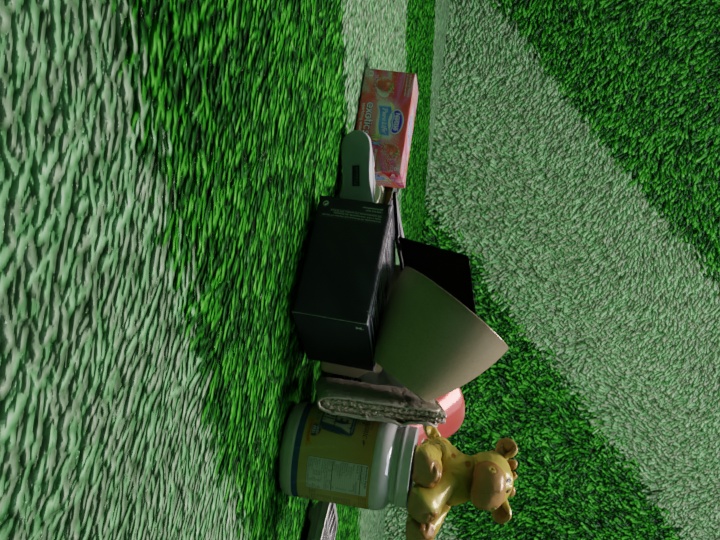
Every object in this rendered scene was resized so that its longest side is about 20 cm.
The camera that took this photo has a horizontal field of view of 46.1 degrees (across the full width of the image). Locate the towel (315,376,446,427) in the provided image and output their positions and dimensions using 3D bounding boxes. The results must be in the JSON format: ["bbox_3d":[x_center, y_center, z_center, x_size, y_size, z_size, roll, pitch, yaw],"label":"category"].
[{"bbox_3d":[0.028,0.203,1.305,0.133,0.198,0.035,-135,-126,-83],"label":"towel"}]

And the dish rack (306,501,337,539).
[{"bbox_3d":[-0.086,0.539,1.599,0.172,0.043,0.201,88,13,-53],"label":"dish rack"}]

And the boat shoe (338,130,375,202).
[{"bbox_3d":[-0.002,-0.140,1.473,0.065,0.073,0.202,-7,105,-77],"label":"boat shoe"}]

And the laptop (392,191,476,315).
[{"bbox_3d":[0.126,-0.009,1.434,0.201,0.115,0.188,-91,171,-49],"label":"laptop"}]

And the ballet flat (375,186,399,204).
[{"bbox_3d":[0.045,-0.174,1.808,0.072,0.071,0.201,89,10,-46],"label":"ballet flat"}]

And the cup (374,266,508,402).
[{"bbox_3d":[0.102,0.111,1.284,0.144,0.200,0.200,-50,168,-4],"label":"cup"}]

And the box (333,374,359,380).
[{"bbox_3d":[-0.006,0.190,1.613,0.160,0.049,0.202,138,-32,-58],"label":"box"}]

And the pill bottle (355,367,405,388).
[{"bbox_3d":[0.012,0.246,1.436,0.200,0.116,0.116,-42,177,9],"label":"pill bottle"}]

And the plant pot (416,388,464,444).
[{"bbox_3d":[0.083,0.289,1.687,0.177,0.199,0.202,-33,137,-42],"label":"plant pot"}]

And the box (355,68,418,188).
[{"bbox_3d":[0.047,-0.268,1.604,0.095,0.102,0.202,60,39,-77],"label":"box"}]

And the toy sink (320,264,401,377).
[{"bbox_3d":[-0.003,0.086,1.478,0.112,0.129,0.202,43,56,-80],"label":"toy sink"}]

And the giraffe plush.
[{"bbox_3d":[0.164,0.331,1.323,0.200,0.161,0.174,-67,162,-61],"label":"giraffe plush"}]

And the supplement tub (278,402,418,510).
[{"bbox_3d":[-0.016,0.289,1.311,0.145,0.198,0.146,7,90,-82],"label":"supplement tub"}]

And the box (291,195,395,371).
[{"bbox_3d":[-0.020,0.023,1.313,0.200,0.122,0.200,82,17,-63],"label":"box"}]
